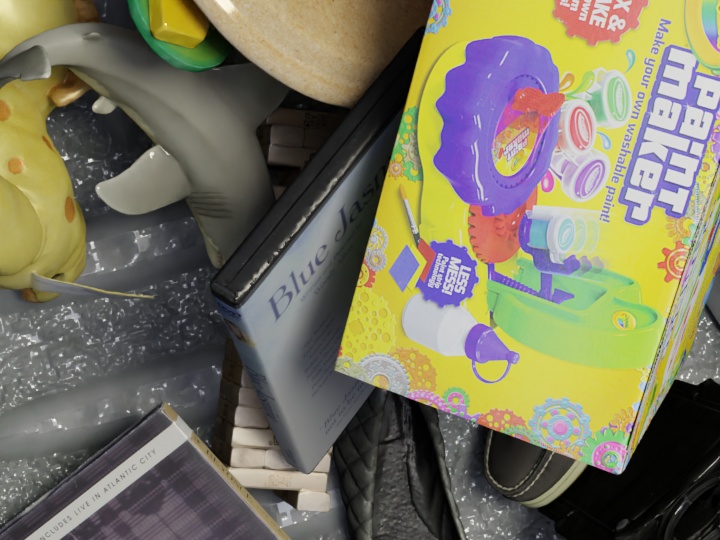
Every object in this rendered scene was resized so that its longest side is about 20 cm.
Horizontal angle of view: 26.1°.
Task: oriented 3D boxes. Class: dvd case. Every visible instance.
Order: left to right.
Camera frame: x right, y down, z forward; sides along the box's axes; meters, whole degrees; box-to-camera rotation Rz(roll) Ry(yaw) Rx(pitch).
[{"bbox_3d":[-0.088,0.182,0.777,0.149,0.016,0.200,-38,103,12],"label":"dvd case"},{"bbox_3d":[0.000,0.000,0.689,0.018,0.200,0.143,32,71,20],"label":"dvd case"}]

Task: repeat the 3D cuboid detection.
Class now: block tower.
[{"bbox_3d":[-0.037,0.019,0.791,0.058,0.054,0.200,5,90,-15],"label":"block tower"}]

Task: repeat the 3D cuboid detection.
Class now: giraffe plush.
[{"bbox_3d":[-0.183,-0.077,0.703,0.200,0.173,0.163,8,81,-22],"label":"giraffe plush"}]

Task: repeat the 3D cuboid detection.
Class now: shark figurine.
[{"bbox_3d":[-0.080,-0.076,0.678,0.214,0.089,0.128,35,49,-52],"label":"shark figurine"}]

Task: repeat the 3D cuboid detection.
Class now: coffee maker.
[{"bbox_3d":[0.202,0.173,0.793,0.135,0.192,0.200,-39,100,17],"label":"coffee maker"}]

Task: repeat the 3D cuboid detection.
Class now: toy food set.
[{"bbox_3d":[-0.026,-0.162,0.663,0.198,0.049,0.200,11,68,-42],"label":"toy food set"}]

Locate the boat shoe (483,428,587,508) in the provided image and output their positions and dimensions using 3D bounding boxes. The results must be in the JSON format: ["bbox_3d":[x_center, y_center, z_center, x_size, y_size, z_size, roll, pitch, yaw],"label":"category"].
[{"bbox_3d":[0.104,0.028,0.799,0.066,0.072,0.201,12,108,-39],"label":"boat shoe"}]

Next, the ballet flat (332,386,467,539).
[{"bbox_3d":[0.027,0.141,0.811,0.066,0.057,0.200,-19,97,-13],"label":"ballet flat"}]

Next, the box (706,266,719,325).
[{"bbox_3d":[0.326,0.021,0.851,0.200,0.131,0.199,-37,101,-10],"label":"box"}]

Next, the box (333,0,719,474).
[{"bbox_3d":[0.098,-0.050,0.648,0.122,0.193,0.200,19,105,14],"label":"box"}]
